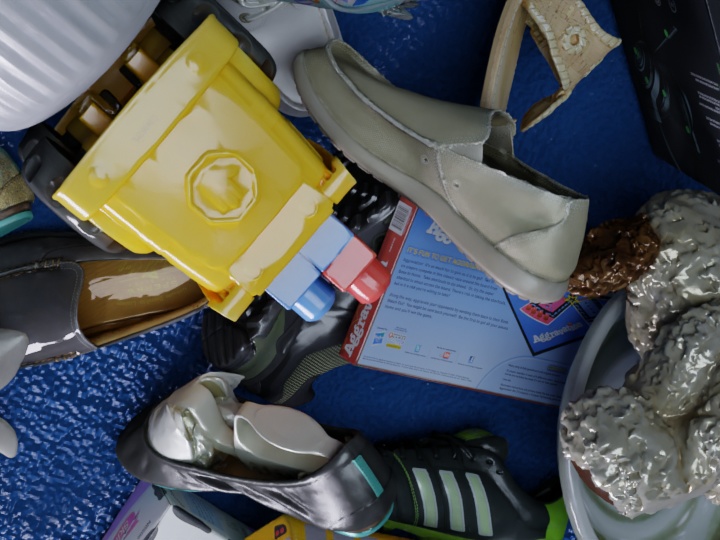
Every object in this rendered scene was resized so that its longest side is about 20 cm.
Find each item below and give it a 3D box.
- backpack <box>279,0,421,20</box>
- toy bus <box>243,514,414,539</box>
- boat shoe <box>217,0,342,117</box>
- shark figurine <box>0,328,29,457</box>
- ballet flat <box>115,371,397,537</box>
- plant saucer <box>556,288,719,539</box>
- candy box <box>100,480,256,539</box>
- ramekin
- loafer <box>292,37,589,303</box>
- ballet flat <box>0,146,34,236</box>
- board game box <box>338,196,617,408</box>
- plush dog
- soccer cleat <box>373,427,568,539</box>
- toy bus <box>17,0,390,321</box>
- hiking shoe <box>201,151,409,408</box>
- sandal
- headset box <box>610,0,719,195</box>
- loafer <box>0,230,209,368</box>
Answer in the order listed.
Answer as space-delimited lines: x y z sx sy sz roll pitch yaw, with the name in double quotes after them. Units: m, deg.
0.007 -0.223 1.344 0.199 0.150 0.179 -14 113 -43 "backpack"
0.026 0.202 1.483 0.199 0.079 0.065 15 145 -33 "toy bus"
-0.062 -0.168 1.420 0.071 0.069 0.201 -32 112 -7 "boat shoe"
-0.240 0.129 1.438 0.127 0.090 0.216 1 128 7 "shark figurine"
-0.065 0.093 1.436 0.068 0.199 0.069 -54 138 -32 "ballet flat"
0.175 0.096 1.544 0.199 0.050 0.202 -3 95 -44 "plant saucer"
-0.088 0.242 1.526 0.199 0.072 0.168 34 95 -21 "candy box"
-0.181 -0.166 1.327 0.105 0.200 0.200 40 92 -30 "ramekin"
0.049 -0.067 1.396 0.200 0.076 0.068 41 106 12 "loafer"
-0.277 -0.010 1.415 0.199 0.071 0.071 -32 111 -4 "ballet flat"
0.082 0.021 1.499 0.199 0.019 0.104 14 103 -42 "board game box"
0.202 0.033 1.446 0.160 0.173 0.199 -32 160 33 "plush dog"
0.041 0.126 1.538 0.199 0.067 0.082 24 88 -26 "soccer cleat"
-0.072 -0.049 1.371 0.192 0.200 0.136 40 91 -15 "toy bus"
0.000 0.000 1.493 0.200 0.076 0.101 -43 130 -1 "hiking shoe"
0.116 -0.147 1.449 0.069 0.078 0.214 11 88 9 "sandal"
0.214 -0.139 1.448 0.092 0.174 0.201 -21 109 -9 "headset box"
-0.167 0.015 1.441 0.199 0.072 0.073 -21 111 -7 "loafer"
